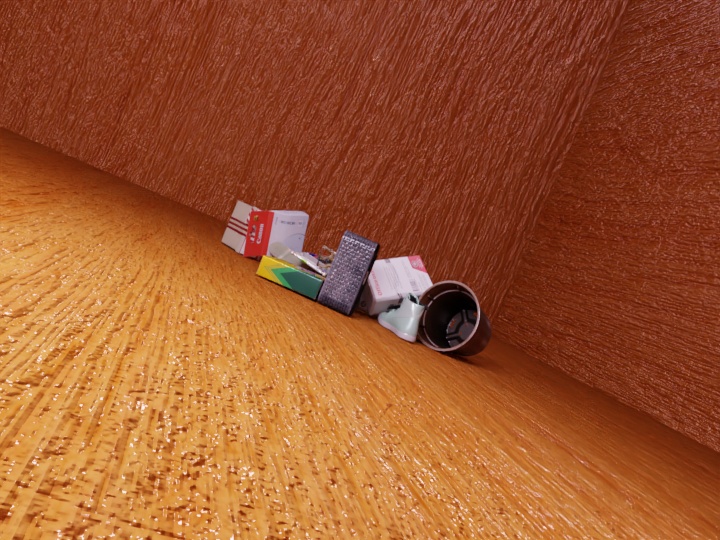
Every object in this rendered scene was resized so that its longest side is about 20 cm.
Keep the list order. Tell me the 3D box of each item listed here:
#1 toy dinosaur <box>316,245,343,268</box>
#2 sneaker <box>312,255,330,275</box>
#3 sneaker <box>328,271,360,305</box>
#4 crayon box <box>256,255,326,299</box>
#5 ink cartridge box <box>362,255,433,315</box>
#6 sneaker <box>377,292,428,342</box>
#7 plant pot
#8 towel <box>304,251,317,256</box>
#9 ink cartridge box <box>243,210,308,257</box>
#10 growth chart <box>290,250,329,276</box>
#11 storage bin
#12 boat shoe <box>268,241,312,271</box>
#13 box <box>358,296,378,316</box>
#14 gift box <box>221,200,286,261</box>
[{"bbox_3d":[-0.076,-0.020,1.558,0.100,0.059,0.200,18,-29,-7],"label":"toy dinosaur"},{"bbox_3d":[-0.153,-0.009,1.787,0.197,0.072,0.098,-1,-8,1],"label":"sneaker"},{"bbox_3d":[-0.022,0.047,1.569,0.074,0.081,0.200,63,3,32],"label":"sneaker"},{"bbox_3d":[-0.173,0.019,1.467,0.171,0.059,0.200,24,0,6],"label":"crayon box"},{"bbox_3d":[0.103,0.043,1.603,0.197,0.084,0.146,-6,54,-21],"label":"ink cartridge box"},{"bbox_3d":[0.119,0.117,1.484,0.073,0.120,0.200,21,1,-22],"label":"sneaker"},{"bbox_3d":[0.285,0.157,1.561,0.199,0.202,0.198,24,-6,37],"label":"plant pot"},{"bbox_3d":[-0.122,-0.001,1.930,0.198,0.050,0.148,19,-26,-6],"label":"towel"},{"bbox_3d":[-0.272,-0.112,1.735,0.198,0.162,0.047,-5,28,-41],"label":"ink cartridge box"},{"bbox_3d":[-0.132,-0.018,1.646,0.144,0.018,0.200,35,5,5],"label":"growth chart"},{"bbox_3d":[-0.027,0.007,1.413,0.093,0.202,0.135,23,1,6],"label":"storage bin"},{"bbox_3d":[-0.217,-0.010,1.684,0.199,0.074,0.066,36,-29,24],"label":"boat shoe"},{"bbox_3d":[-0.007,0.085,1.752,0.198,0.061,0.117,24,2,4],"label":"box"},{"bbox_3d":[-0.352,-0.141,1.846,0.183,0.202,0.186,15,8,-42],"label":"gift box"}]
